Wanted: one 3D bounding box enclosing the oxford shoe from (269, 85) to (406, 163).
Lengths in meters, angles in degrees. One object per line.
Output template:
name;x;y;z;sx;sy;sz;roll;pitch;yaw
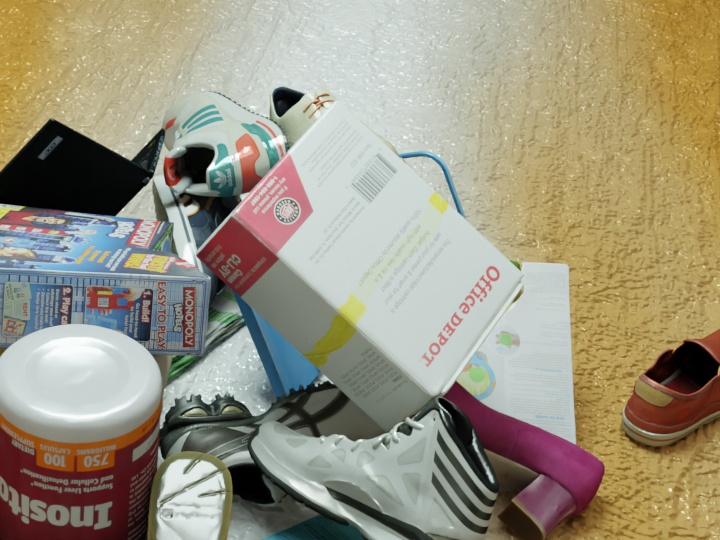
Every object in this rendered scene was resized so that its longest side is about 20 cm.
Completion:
oxford shoe;-0.030;-0.113;1.431;0.071;0.074;0.200;-28;25;-23

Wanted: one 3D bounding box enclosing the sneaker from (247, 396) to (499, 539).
sneaker;0.017;0.132;1.203;0.200;0.116;0.076;29;3;29

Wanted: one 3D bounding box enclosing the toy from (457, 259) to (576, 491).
toy;0.117;0.089;1.394;0.115;0.047;0.201;4;70;-7

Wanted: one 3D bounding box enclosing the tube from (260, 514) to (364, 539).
tube;-0.057;0.217;1.216;0.200;0.050;0.077;-16;44;-38

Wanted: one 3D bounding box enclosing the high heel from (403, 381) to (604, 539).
high heel;0.102;0.120;1.328;0.200;0.067;0.096;49;53;4

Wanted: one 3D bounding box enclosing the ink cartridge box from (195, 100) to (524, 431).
ink cartridge box;0.002;-0.002;1.250;0.200;0.083;0.145;43;53;-4

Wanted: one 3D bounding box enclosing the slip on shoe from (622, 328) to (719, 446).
slip on shoe;0.301;0.087;1.458;0.074;0.061;0.200;31;39;33

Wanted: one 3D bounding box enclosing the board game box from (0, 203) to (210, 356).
board game box;-0.202;0.009;1.220;0.199;0.062;0.200;7;15;2

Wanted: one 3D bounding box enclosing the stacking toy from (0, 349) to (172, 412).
stacking toy;-0.250;0.073;1.253;0.200;0.146;0.146;22;31;-15

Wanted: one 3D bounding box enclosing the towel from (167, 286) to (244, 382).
towel;-0.180;0.027;1.485;0.152;0.023;0.200;24;38;23

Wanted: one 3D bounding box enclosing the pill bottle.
pill bottle;-0.196;0.146;1.150;0.113;0.200;0.113;5;34;-3

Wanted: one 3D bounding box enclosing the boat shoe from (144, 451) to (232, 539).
boat shoe;-0.120;0.218;1.101;0.072;0.066;0.201;5;52;1

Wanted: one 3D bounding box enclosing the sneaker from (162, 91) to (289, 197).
sneaker;-0.146;-0.110;1.490;0.093;0.071;0.200;-17;25;-30

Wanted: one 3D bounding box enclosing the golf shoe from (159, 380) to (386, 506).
golf shoe;-0.057;0.143;1.311;0.199;0.078;0.095;-7;55;-18

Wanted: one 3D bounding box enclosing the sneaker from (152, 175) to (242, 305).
sneaker;-0.137;-0.033;1.496;0.079;0.079;0.200;-7;33;-10

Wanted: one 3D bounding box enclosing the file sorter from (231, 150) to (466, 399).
file sorter;0.000;0.000;1.421;0.122;0.139;0.200;-8;25;32

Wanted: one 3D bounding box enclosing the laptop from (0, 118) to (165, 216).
laptop;-0.265;-0.061;1.410;0.103;0.177;0.200;43;15;-16
